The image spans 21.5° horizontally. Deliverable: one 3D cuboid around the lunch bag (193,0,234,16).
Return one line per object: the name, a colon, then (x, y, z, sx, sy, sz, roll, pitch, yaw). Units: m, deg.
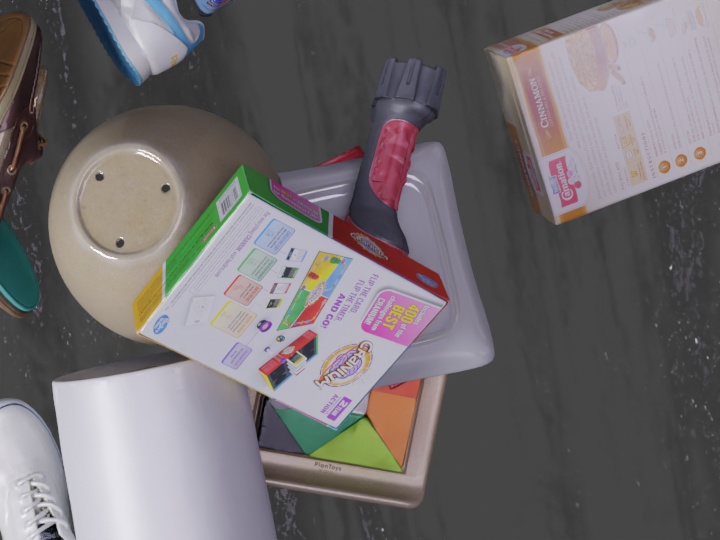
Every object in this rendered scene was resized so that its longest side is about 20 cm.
lunch bag: (-0.124, -0.319, 1.544, 0.094, 0.151, 0.201, -24, 97, -7)

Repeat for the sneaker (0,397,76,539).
sneaker: (-0.267, 0.204, 1.583, 0.073, 0.071, 0.201, -19, 100, -25)

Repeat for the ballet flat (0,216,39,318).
ballet flat: (-0.340, -0.041, 1.562, 0.072, 0.068, 0.201, -16, 120, 23)

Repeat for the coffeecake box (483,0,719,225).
coffeecake box: (0.227, -0.150, 1.638, 0.199, 0.073, 0.154, -21, 107, -8)

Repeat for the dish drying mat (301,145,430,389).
dish drying mat: (0.013, -0.003, 1.627, 0.076, 0.018, 0.201, -26, 83, -13)

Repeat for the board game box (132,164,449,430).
board game box: (-0.054, 0.025, 1.482, 0.199, 0.040, 0.153, 29, 114, -29)

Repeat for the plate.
plate: (0.000, 0.000, 1.599, 0.199, 0.032, 0.201, -12, 81, -9)

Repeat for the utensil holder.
utensil holder: (-0.160, 0.173, 1.560, 0.169, 0.170, 0.201, -11, 92, -8)

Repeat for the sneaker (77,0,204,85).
sneaker: (-0.204, -0.259, 1.579, 0.081, 0.076, 0.201, -31, 104, -15)

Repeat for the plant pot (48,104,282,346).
plant pot: (-0.169, -0.044, 1.529, 0.199, 0.134, 0.202, -1, 83, 10)

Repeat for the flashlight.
flashlight: (0.027, -0.076, 1.567, 0.067, 0.068, 0.201, 18, 77, -6)

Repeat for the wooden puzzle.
wooden puzzle: (-0.016, 0.095, 1.642, 0.184, 0.037, 0.201, 10, 91, -9)

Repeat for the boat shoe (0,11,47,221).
boat shoe: (-0.290, -0.104, 1.512, 0.072, 0.072, 0.201, 27, 75, -50)

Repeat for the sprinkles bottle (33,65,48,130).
sprinkles bottle: (-0.359, -0.156, 1.556, 0.199, 0.068, 0.069, 12, 91, -10)
